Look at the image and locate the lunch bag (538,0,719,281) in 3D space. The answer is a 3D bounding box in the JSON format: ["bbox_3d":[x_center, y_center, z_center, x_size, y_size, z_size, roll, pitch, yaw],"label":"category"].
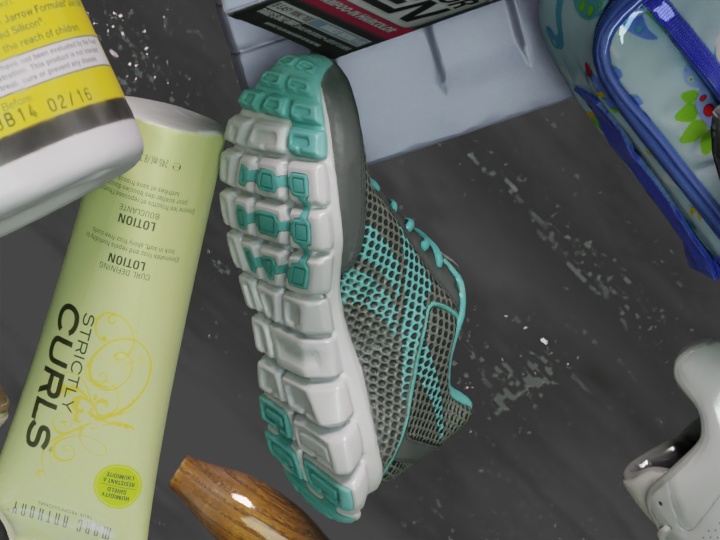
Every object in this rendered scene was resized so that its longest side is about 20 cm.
[{"bbox_3d":[0.176,-0.083,0.871,0.161,0.082,0.200,-43,120,-2],"label":"lunch bag"}]

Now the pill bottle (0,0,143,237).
[{"bbox_3d":[-0.170,-0.111,0.807,0.111,0.111,0.201,-25,91,-4],"label":"pill bottle"}]

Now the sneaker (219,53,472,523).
[{"bbox_3d":[0.000,0.000,0.877,0.091,0.077,0.201,-24,122,-30],"label":"sneaker"}]

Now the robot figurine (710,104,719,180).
[{"bbox_3d":[0.224,-0.034,0.829,0.145,0.058,0.200,-46,121,-2],"label":"robot figurine"}]

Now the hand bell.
[{"bbox_3d":[0.005,0.139,0.915,0.199,0.104,0.104,34,94,-1],"label":"hand bell"}]

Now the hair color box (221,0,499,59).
[{"bbox_3d":[0.051,-0.142,0.775,0.199,0.099,0.061,-18,80,21],"label":"hair color box"}]

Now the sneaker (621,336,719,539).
[{"bbox_3d":[0.164,0.114,0.939,0.099,0.078,0.202,8,109,16],"label":"sneaker"}]

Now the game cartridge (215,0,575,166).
[{"bbox_3d":[0.039,-0.123,0.887,0.199,0.038,0.131,-19,107,-5],"label":"game cartridge"}]

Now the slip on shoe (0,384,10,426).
[{"bbox_3d":[-0.205,-0.016,0.848,0.061,0.076,0.200,-43,96,4],"label":"slip on shoe"}]

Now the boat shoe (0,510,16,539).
[{"bbox_3d":[-0.218,0.068,0.858,0.200,0.068,0.072,45,95,-4],"label":"boat shoe"}]

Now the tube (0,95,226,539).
[{"bbox_3d":[-0.103,0.030,0.885,0.052,0.058,0.201,1,110,-48],"label":"tube"}]
